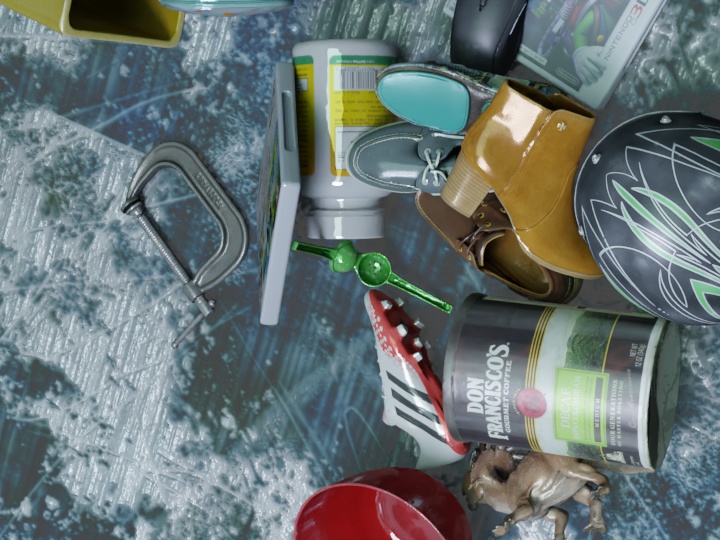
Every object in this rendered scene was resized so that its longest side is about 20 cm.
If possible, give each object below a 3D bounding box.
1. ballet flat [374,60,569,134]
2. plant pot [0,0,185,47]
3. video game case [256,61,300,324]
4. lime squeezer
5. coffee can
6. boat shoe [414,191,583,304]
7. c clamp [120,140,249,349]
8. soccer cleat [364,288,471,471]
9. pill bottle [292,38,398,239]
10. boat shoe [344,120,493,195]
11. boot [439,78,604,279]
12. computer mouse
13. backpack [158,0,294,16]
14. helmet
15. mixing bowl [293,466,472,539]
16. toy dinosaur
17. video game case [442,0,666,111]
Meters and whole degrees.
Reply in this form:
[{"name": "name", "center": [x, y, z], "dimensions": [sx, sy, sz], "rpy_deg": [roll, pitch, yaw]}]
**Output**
[{"name": "ballet flat", "center": [0.114, -0.169, 1.448], "dimensions": [0.198, 0.074, 0.075], "rpy_deg": [16, 102, 3]}, {"name": "plant pot", "center": [-0.316, -0.371, 1.634], "dimensions": [0.199, 0.194, 0.198], "rpy_deg": [20, 104, 30]}, {"name": "video game case", "center": [-0.085, -0.078, 1.513], "dimensions": [0.022, 0.184, 0.201], "rpy_deg": [3, 136, -9]}, {"name": "lime squeezer", "center": [0.000, 0.000, 1.530], "dimensions": [0.038, 0.199, 0.071], "rpy_deg": [-54, 31, 22]}, {"name": "coffee can", "center": [0.195, 0.104, 1.417], "dimensions": [0.198, 0.146, 0.148], "rpy_deg": [6, 97, 23]}, {"name": "boat shoe", "center": [0.133, -0.034, 1.489], "dimensions": [0.199, 0.067, 0.072], "rpy_deg": [37, 110, 20]}, {"name": "c clamp", "center": [-0.211, -0.039, 1.692], "dimensions": [0.170, 0.027, 0.201], "rpy_deg": [-38, 78, 25]}, {"name": "soccer cleat", "center": [0.046, 0.116, 1.550], "dimensions": [0.085, 0.069, 0.201], "rpy_deg": [-34, 83, 23]}, {"name": "pill bottle", "center": [-0.015, -0.135, 1.533], "dimensions": [0.112, 0.112, 0.203], "rpy_deg": [1, 95, 27]}, {"name": "boat shoe", "center": [0.084, -0.110, 1.462], "dimensions": [0.198, 0.062, 0.074], "rpy_deg": [2, 97, -4]}, {"name": "boot", "center": [0.188, -0.086, 1.404], "dimensions": [0.200, 0.071, 0.145], "rpy_deg": [27, 118, -16]}, {"name": "computer mouse", "center": [0.111, -0.293, 1.464], "dimensions": [0.140, 0.046, 0.202], "rpy_deg": [28, 107, 21]}, {"name": "backpack", "center": [-0.136, -0.337, 1.506], "dimensions": [0.174, 0.200, 0.155], "rpy_deg": [-2, 93, -9]}, {"name": "helmet", "center": [0.296, -0.047, 1.332], "dimensions": [0.198, 0.190, 0.203], "rpy_deg": [3, 96, 27]}, {"name": "mixing bowl", "center": [0.041, 0.279, 1.527], "dimensions": [0.198, 0.108, 0.202], "rpy_deg": [15, 122, 25]}, {"name": "toy dinosaur", "center": [0.186, 0.199, 1.481], "dimensions": [0.198, 0.086, 0.136], "rpy_deg": [-25, 46, 11]}, {"name": "video game case", "center": [0.202, -0.287, 1.457], "dimensions": [0.199, 0.023, 0.183], "rpy_deg": [36, 109, 21]}]
